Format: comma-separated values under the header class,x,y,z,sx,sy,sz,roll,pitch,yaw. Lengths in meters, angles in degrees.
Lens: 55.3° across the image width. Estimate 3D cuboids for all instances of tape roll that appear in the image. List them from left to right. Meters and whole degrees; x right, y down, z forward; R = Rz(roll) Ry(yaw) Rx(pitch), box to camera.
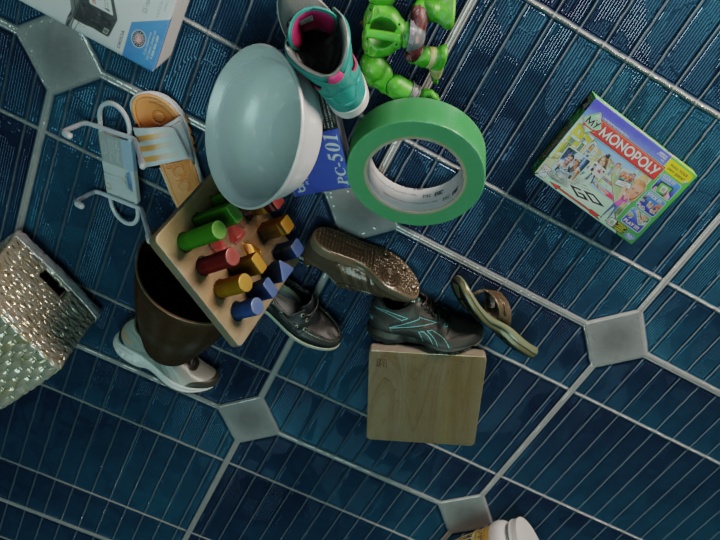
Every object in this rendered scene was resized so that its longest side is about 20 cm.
class,x,y,z,sx,sy,sz,roll,pitch,yaw
tape roll,0.078,-0.147,0.967,0.194,0.049,0.203,6,143,4

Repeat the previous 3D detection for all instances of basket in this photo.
class,x,y,z,sx,sy,sz,roll,pitch,yaw
basket,-0.584,0.088,1.132,0.197,0.162,0.200,-28,116,22

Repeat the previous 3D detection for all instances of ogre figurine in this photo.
class,x,y,z,sx,sy,sz,roll,pitch,yaw
ogre figurine,0.058,-0.309,0.885,0.116,0.100,0.203,3,136,-9

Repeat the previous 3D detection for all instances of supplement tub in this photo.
class,x,y,z,sx,sy,sz,roll,pitch,yaw
supplement tub,0.261,0.593,1.379,0.198,0.146,0.145,-33,114,22

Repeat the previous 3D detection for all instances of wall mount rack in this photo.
class,x,y,z,sx,sy,sz,roll,pitch,yaw
wall mount rack,-0.355,-0.134,1.012,0.170,0.075,0.205,20,127,21

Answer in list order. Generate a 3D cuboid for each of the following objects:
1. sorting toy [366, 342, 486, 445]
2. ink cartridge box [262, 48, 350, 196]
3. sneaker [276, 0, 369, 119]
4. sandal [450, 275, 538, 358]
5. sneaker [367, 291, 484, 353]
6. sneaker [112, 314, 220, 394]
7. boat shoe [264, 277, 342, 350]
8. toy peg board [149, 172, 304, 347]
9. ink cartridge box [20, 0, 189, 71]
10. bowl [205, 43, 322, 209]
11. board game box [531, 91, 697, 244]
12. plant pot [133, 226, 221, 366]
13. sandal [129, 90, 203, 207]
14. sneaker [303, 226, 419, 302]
class,x,y,z,sx,sy,sz,roll,pitch,yaw
sorting toy,0.110,0.202,1.200,0.192,0.070,0.205,3,122,3
ink cartridge box,-0.074,-0.213,0.983,0.091,0.045,0.205,-7,120,11
sneaker,-0.061,-0.292,0.840,0.082,0.121,0.203,-31,73,4
sandal,0.221,0.067,1.119,0.199,0.080,0.058,38,92,-20
sneaker,0.107,0.082,1.126,0.193,0.076,0.081,5,117,3
sneaker,-0.334,0.148,1.207,0.197,0.074,0.080,30,114,-13
boat shoe,-0.103,0.057,1.128,0.198,0.075,0.066,39,136,-8
toy peg board,-0.162,-0.036,0.992,0.096,0.202,0.201,-13,123,39
ink cartridge box,-0.324,-0.377,0.882,0.196,0.085,0.147,26,120,-11
bowl,-0.112,-0.182,0.904,0.089,0.203,0.203,-2,136,-47
board game box,0.366,-0.144,0.997,0.197,0.029,0.135,31,119,-13
plant pot,-0.285,0.062,1.102,0.183,0.190,0.201,25,134,-10
sandal,-0.280,-0.161,1.022,0.077,0.060,0.211,-12,118,13
sneaker,0.000,0.000,1.104,0.197,0.071,0.076,30,138,-9
